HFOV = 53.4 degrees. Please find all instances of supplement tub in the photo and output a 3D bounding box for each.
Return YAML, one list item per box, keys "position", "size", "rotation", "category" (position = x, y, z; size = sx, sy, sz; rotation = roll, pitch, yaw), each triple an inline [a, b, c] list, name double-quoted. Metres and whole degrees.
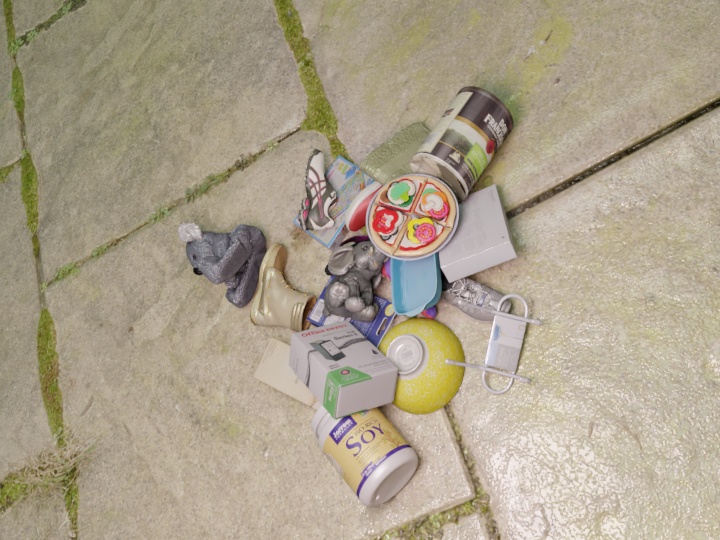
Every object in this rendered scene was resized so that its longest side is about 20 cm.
- position: [0.005, 0.352, 1.437]
  size: [0.146, 0.145, 0.200]
  rotation: [-47, 59, 2]
  category: "supplement tub"

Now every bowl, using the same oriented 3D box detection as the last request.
- position: [0.108, 0.185, 1.473]
  size: [0.196, 0.108, 0.204]
  rotation: [-9, 68, 22]
  category: "bowl"

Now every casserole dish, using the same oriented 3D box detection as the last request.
- position: [0.119, 0.009, 1.487]
  size: [0.120, 0.039, 0.203]
  rotation: [-29, 48, 35]
  category: "casserole dish"

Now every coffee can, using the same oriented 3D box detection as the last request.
- position: [0.219, -0.271, 1.546]
  size: [0.145, 0.147, 0.201]
  rotation: [27, 73, 31]
  category: "coffee can"

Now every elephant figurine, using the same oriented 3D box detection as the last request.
- position: [0.000, 0.000, 1.550]
  size: [0.152, 0.142, 0.204]
  rotation: [11, 72, 13]
  category: "elephant figurine"

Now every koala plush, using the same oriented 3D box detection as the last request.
- position: [-0.346, -0.040, 1.749]
  size: [0.197, 0.178, 0.186]
  rotation: [16, 67, 30]
  category: "koala plush"

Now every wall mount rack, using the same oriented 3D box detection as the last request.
- position: [0.259, 0.138, 1.402]
  size: [0.170, 0.075, 0.204]
  rotation: [13, 88, 5]
  category: "wall mount rack"

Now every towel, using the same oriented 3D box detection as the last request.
- position: [0.107, -0.256, 1.634]
  size: [0.199, 0.037, 0.148]
  rotation: [-38, 61, -22]
  category: "towel"

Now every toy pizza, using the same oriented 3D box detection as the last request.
- position: [0.105, -0.117, 1.481]
  size: [0.196, 0.032, 0.204]
  rotation: [-6, 65, 12]
  category: "toy pizza"

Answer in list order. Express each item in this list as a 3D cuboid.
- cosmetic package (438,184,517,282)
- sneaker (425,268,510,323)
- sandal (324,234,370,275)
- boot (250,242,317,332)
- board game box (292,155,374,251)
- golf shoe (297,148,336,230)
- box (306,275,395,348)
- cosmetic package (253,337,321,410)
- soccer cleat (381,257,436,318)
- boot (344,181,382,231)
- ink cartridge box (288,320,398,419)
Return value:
- position: [0.235, -0.080, 1.498]
  size: [0.149, 0.052, 0.202]
  rotation: [-23, 37, 19]
  category: "cosmetic package"
- position: [0.215, 0.050, 1.486]
  size: [0.197, 0.082, 0.076]
  rotation: [19, 80, 30]
  category: "sneaker"
- position: [-0.007, -0.056, 1.635]
  size: [0.198, 0.048, 0.076]
  rotation: [-30, 31, 19]
  category: "sandal"
- position: [-0.167, 0.040, 1.679]
  size: [0.153, 0.073, 0.204]
  rotation: [8, 77, 28]
  category: "boot"
- position: [-0.058, -0.162, 1.724]
  size: [0.134, 0.034, 0.201]
  rotation: [35, 88, 31]
  category: "board game box"
- position: [-0.095, -0.189, 1.702]
  size: [0.086, 0.077, 0.204]
  rotation: [4, 74, 6]
  category: "golf shoe"
- position: [-0.014, 0.099, 1.598]
  size: [0.198, 0.032, 0.122]
  rotation: [23, 75, 33]
  category: "box"
- position: [-0.129, 0.235, 1.588]
  size: [0.197, 0.073, 0.105]
  rotation: [19, 79, 31]
  category: "cosmetic package"
- position: [0.106, 0.022, 1.558]
  size: [0.077, 0.066, 0.200]
  rotation: [-51, 54, 13]
  category: "soccer cleat"
- position: [0.067, -0.135, 1.636]
  size: [0.200, 0.072, 0.145]
  rotation: [-42, 61, 2]
  category: "boot"
- position: [-0.039, 0.195, 1.452]
  size: [0.200, 0.144, 0.086]
  rotation: [39, 130, 46]
  category: "ink cartridge box"
